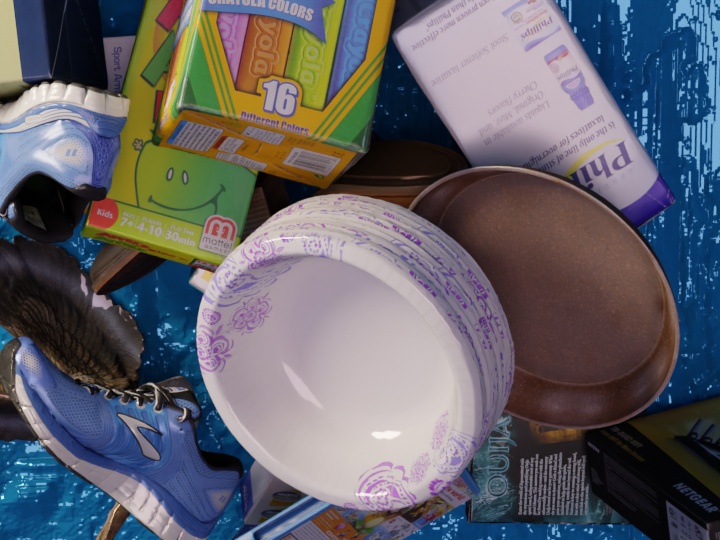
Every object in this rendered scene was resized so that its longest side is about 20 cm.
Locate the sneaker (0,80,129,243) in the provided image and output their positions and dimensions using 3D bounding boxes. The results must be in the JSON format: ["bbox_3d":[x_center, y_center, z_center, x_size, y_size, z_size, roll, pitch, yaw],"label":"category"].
[{"bbox_3d":[-0.225,-0.062,1.286,0.078,0.199,0.090,12,75,-38],"label":"sneaker"}]

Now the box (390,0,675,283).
[{"bbox_3d":[0.107,-0.119,1.351,0.105,0.184,0.201,-32,105,5],"label":"box"}]

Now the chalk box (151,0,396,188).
[{"bbox_3d":[-0.047,-0.171,1.255,0.123,0.125,0.201,13,79,-11],"label":"chalk box"}]

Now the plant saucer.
[{"bbox_3d":[0.117,0.012,1.277,0.199,0.035,0.201,19,131,23],"label":"plant saucer"}]

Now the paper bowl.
[{"bbox_3d":[0.004,0.045,1.272,0.200,0.104,0.202,13,122,23],"label":"paper bowl"}]

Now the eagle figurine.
[{"bbox_3d":[-0.220,0.084,1.443,0.200,0.151,0.152,33,59,19],"label":"eagle figurine"}]

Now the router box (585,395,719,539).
[{"bbox_3d":[0.271,0.148,1.406,0.156,0.200,0.053,-13,107,-15],"label":"router box"}]

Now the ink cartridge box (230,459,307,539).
[{"bbox_3d":[-0.011,0.141,1.447,0.119,0.042,0.200,8,136,-22],"label":"ink cartridge box"}]

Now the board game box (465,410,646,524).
[{"bbox_3d":[0.149,0.094,1.492,0.134,0.028,0.201,1,106,-2],"label":"board game box"}]

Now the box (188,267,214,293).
[{"bbox_3d":[-0.021,0.025,1.456,0.200,0.049,0.082,34,102,-11],"label":"box"}]

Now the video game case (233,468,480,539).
[{"bbox_3d":[-0.015,0.185,1.417,0.199,0.143,0.018,-31,64,1],"label":"video game case"}]

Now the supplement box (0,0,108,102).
[{"bbox_3d":[-0.289,-0.207,1.302,0.199,0.134,0.201,-6,91,9],"label":"supplement box"}]

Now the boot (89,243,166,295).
[{"bbox_3d":[-0.144,-0.077,1.424,0.200,0.075,0.097,-45,79,14],"label":"boot"}]

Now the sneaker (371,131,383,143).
[{"bbox_3d":[0.045,-0.042,1.412,0.082,0.074,0.200,-34,101,32],"label":"sneaker"}]

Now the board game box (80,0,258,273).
[{"bbox_3d":[-0.111,-0.108,1.320,0.101,0.048,0.201,16,80,-9],"label":"board game box"}]

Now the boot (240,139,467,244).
[{"bbox_3d":[0.000,0.000,1.363,0.199,0.077,0.156,-11,112,22],"label":"boot"}]

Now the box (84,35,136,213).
[{"bbox_3d":[-0.200,-0.100,1.378,0.199,0.041,0.120,-3,87,16],"label":"box"}]

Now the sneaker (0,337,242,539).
[{"bbox_3d":[-0.161,0.102,1.345,0.200,0.079,0.089,41,88,-29],"label":"sneaker"}]
